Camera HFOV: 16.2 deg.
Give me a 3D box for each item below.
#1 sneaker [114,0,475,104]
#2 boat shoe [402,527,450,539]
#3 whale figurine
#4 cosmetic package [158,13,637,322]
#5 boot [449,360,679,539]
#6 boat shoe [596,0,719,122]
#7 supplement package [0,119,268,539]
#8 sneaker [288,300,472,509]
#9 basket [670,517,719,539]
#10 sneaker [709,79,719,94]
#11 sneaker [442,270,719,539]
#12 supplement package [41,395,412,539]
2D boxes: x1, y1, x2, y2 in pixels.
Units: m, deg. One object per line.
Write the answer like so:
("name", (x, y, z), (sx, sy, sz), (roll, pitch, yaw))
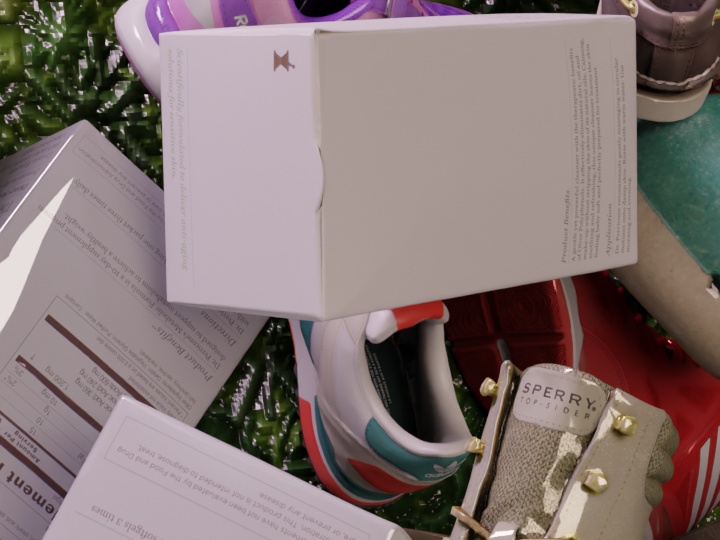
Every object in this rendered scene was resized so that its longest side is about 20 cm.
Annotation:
("sneaker", (-0.003, -0.105, 1.071), (0.200, 0.089, 0.081), (3, 46, -44))
("boat shoe", (-0.010, 0.139, 1.067), (0.199, 0.072, 0.068), (11, 78, -17))
("whale figurine", (0.168, -0.032, 1.135), (0.159, 0.104, 0.200), (47, 17, -7))
("cosmetic package", (0.020, -0.045, 0.984), (0.200, 0.085, 0.108), (-7, 99, -48))
("boot", (0.041, 0.104, 0.830), (0.200, 0.072, 0.155), (19, 89, -62))
("boat shoe", (0.131, -0.157, 1.099), (0.072, 0.060, 0.200), (9, 52, -3))
("supplement package", (-0.144, 0.059, 0.975), (0.110, 0.114, 0.200), (43, 62, -17))
("sneaker", (0.000, 0.001, 1.081), (0.070, 0.093, 0.200), (-16, 87, -32))
("basket", (0.197, 0.199, 1.070), (0.136, 0.180, 0.200), (12, 53, -66))
("sneaker", (0.186, -0.100, 1.223), (0.200, 0.085, 0.077), (27, 39, -3))
("sneaker", (0.111, 0.034, 1.162), (0.115, 0.078, 0.201), (-27, 106, -40))
("supplement package", (-0.069, 0.167, 0.892), (0.117, 0.117, 0.200), (25, 78, 18))
